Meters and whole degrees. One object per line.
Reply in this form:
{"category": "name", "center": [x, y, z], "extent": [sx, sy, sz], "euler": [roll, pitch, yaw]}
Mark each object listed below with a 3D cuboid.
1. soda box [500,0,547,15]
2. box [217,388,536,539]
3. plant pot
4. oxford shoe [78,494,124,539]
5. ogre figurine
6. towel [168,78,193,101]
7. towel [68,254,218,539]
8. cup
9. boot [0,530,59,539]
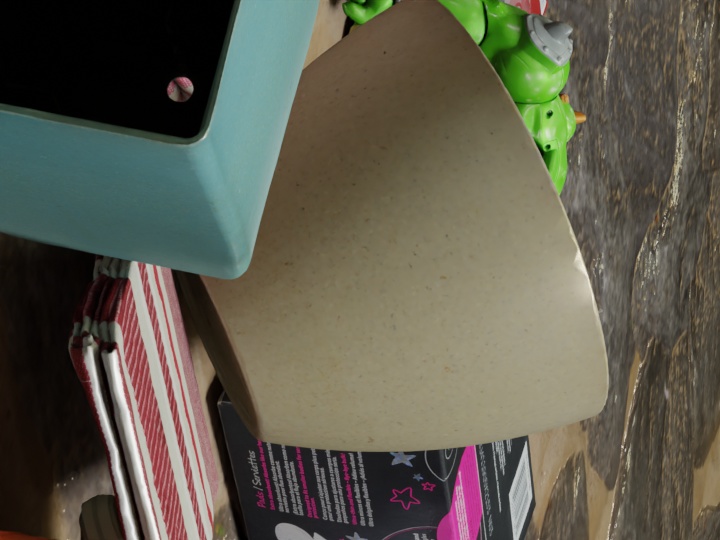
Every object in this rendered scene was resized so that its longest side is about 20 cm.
{"category": "soda box", "center": [0.048, -0.190, 1.525], "extent": [0.200, 0.070, 0.064], "euler": [79, 27, -48]}
{"category": "box", "center": [0.012, 0.091, 1.469], "extent": [0.201, 0.114, 0.132], "euler": [81, 23, -46]}
{"category": "plant pot", "center": [-0.089, -0.079, 1.045], "extent": [0.200, 0.141, 0.142], "euler": [74, 29, -68]}
{"category": "oxford shoe", "center": [-0.100, 0.163, 1.209], "extent": [0.200, 0.057, 0.075], "euler": [86, -11, -54]}
{"category": "ogre figurine", "center": [0.049, -0.064, 1.504], "extent": [0.098, 0.119, 0.201], "euler": [-23, 120, -70]}
{"category": "towel", "center": [-0.063, -0.150, 1.258], "extent": [0.200, 0.030, 0.147], "euler": [61, 42, -64]}
{"category": "towel", "center": [-0.083, 0.061, 1.157], "extent": [0.200, 0.023, 0.145], "euler": [-90, 168, -72]}
{"category": "cup", "center": [0.000, 0.000, 1.290], "extent": [0.201, 0.143, 0.200], "euler": [62, -10, 20]}
{"category": "boot", "center": [-0.120, 0.129, 1.075], "extent": [0.200, 0.107, 0.075], "euler": [45, 51, -77]}
